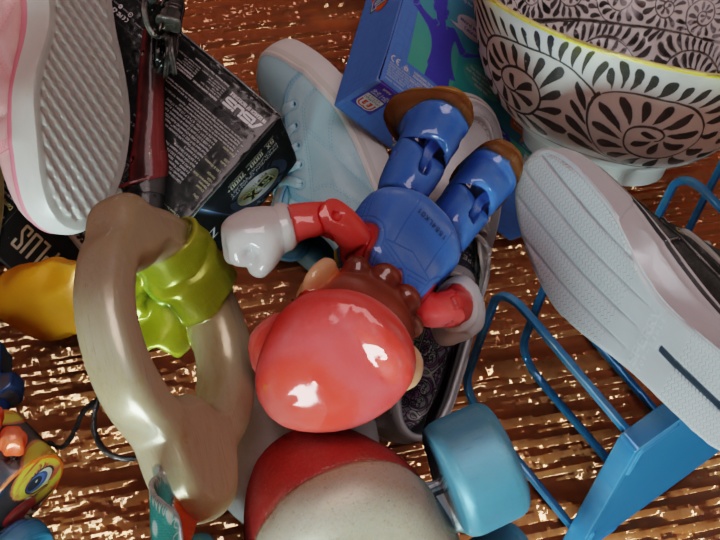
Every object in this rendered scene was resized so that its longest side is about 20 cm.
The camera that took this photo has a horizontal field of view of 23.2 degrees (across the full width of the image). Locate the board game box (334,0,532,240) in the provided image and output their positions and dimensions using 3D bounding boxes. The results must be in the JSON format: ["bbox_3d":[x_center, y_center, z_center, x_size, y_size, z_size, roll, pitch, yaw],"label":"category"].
[{"bbox_3d":[0.073,-0.143,1.087,0.152,0.045,0.202,36,52,-26],"label":"board game box"}]

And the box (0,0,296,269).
[{"bbox_3d":[-0.163,-0.076,1.000,0.199,0.086,0.164,39,82,12],"label":"box"}]

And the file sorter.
[{"bbox_3d":[0.172,0.039,1.001,0.199,0.139,0.123,-31,67,-24],"label":"file sorter"}]

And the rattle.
[{"bbox_3d":[-0.123,0.075,0.829,0.141,0.130,0.202,-11,69,9],"label":"rattle"}]

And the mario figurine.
[{"bbox_3d":[0.000,0.000,0.885,0.122,0.107,0.201,24,53,13],"label":"mario figurine"}]

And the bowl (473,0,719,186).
[{"bbox_3d":[0.148,-0.110,1.019,0.198,0.095,0.201,10,25,-5],"label":"bowl"}]

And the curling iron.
[{"bbox_3d":[-0.114,-0.053,0.924,0.025,0.050,0.203,6,87,-5],"label":"curling iron"}]

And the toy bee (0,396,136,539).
[{"bbox_3d":[-0.194,0.108,0.869,0.130,0.109,0.201,21,64,10],"label":"toy bee"}]

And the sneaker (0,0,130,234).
[{"bbox_3d":[-0.183,-0.103,0.917,0.104,0.075,0.203,-18,68,29],"label":"sneaker"}]

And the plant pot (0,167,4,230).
[{"bbox_3d":[-0.290,-0.040,0.955,0.197,0.027,0.203,0,88,14],"label":"plant pot"}]

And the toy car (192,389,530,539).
[{"bbox_3d":[-0.023,0.124,0.931,0.183,0.178,0.200,-24,39,-7],"label":"toy car"}]

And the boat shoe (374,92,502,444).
[{"bbox_3d":[0.044,-0.001,0.979,0.071,0.068,0.202,21,85,-21],"label":"boat shoe"}]

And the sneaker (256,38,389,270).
[{"bbox_3d":[-0.027,-0.050,1.046,0.081,0.074,0.201,-20,67,-25],"label":"sneaker"}]

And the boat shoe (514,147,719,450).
[{"bbox_3d":[0.157,0.013,0.902,0.070,0.072,0.201,-13,55,-40],"label":"boat shoe"}]

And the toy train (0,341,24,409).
[{"bbox_3d":[-0.202,0.120,0.939,0.045,0.034,0.202,-9,63,5],"label":"toy train"}]
